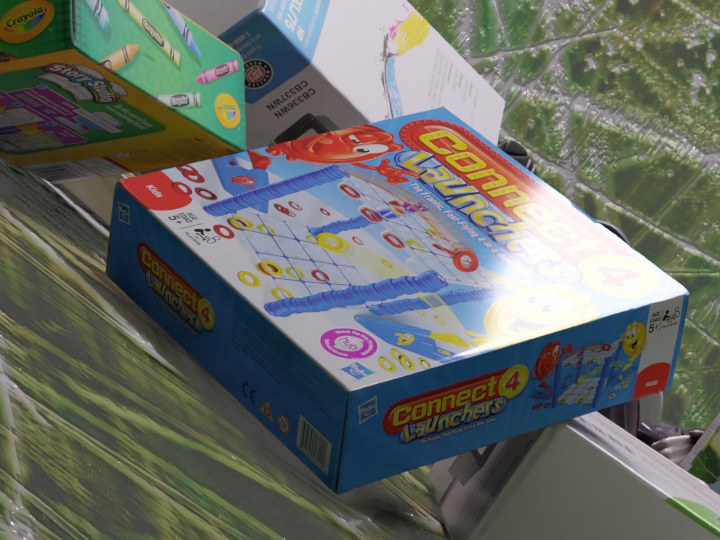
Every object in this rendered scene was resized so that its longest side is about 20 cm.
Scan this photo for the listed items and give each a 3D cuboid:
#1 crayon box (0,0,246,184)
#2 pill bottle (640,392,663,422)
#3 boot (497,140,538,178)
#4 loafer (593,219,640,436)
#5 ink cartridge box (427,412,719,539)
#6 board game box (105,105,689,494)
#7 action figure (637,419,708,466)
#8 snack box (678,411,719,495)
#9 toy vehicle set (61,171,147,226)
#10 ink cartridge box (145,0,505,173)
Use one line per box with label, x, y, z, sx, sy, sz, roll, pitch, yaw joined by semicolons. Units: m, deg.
crayon box;-0.152;-0.102;1.404;0.119;0.058;0.200;-8;-16;21
pill bottle;0.092;0.059;1.802;0.200;0.111;0.111;38;3;35
boot;0.022;-0.006;1.782;0.131;0.200;0.068;0;-44;48
loafer;0.130;0.071;1.584;0.072;0.200;0.063;-1;1;6
ink cartridge box;0.120;0.128;1.368;0.145;0.084;0.200;34;4;-6
board game box;0.015;0.007;1.291;0.196;0.056;0.200;-15;38;-33
action figure;0.220;0.136;1.605;0.200;0.102;0.119;-1;-68;62
snack box;0.247;0.180;1.508;0.200;0.142;0.053;37;2;0
toy vehicle set;-0.085;-0.004;1.543;0.200;0.027;0.124;39;4;28
ink cartridge box;-0.034;-0.094;1.688;0.200;0.147;0.146;44;32;-23
